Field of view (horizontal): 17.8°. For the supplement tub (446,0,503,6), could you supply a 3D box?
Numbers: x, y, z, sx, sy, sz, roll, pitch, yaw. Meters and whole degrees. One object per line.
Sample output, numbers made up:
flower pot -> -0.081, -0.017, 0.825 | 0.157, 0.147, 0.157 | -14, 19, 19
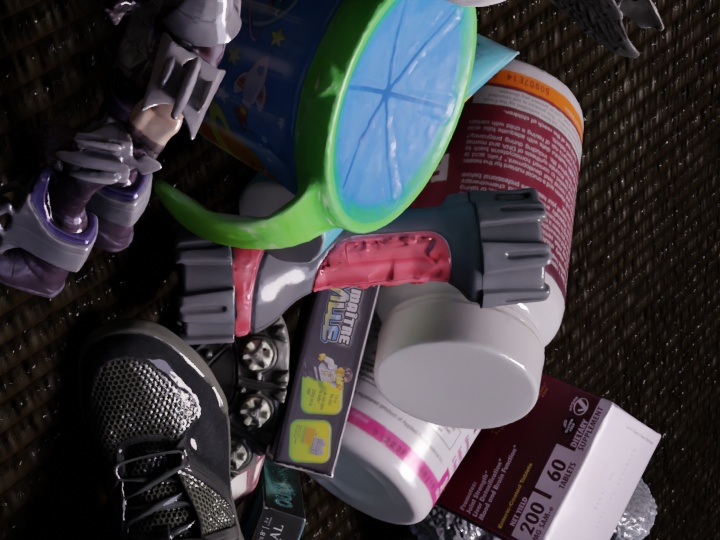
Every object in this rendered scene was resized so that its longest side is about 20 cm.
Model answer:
supplement tub -> 0.011, -0.220, 0.979 | 0.199, 0.145, 0.146 | 32, 83, -28

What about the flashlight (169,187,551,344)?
flashlight -> 0.000, 0.000, 1.215 | 0.068, 0.198, 0.068 | -106, -165, -67

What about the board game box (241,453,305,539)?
board game box -> -0.081, 0.209, 1.375 | 0.135, 0.028, 0.201 | -107, -143, -75

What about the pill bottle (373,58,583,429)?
pill bottle -> 0.068, -0.016, 1.360 | 0.115, 0.113, 0.201 | 79, 17, -55

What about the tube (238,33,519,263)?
tube -> 0.007, -0.082, 1.218 | 0.200, 0.077, 0.051 | -50, 167, -40

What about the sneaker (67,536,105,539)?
sneaker -> -0.148, 0.205, 1.254 | 0.116, 0.075, 0.200 | -66, 157, -5

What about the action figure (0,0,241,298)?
action figure -> -0.104, -0.068, 0.995 | 0.200, 0.069, 0.130 | -52, -173, 44

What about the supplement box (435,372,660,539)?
supplement box -> 0.090, 0.114, 1.513 | 0.061, 0.199, 0.109 | 32, 83, -40

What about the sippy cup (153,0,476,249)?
sippy cup -> -0.032, -0.103, 1.114 | 0.178, 0.130, 0.141 | -34, 140, -49

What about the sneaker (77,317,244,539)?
sneaker -> -0.100, 0.127, 1.193 | 0.114, 0.076, 0.201 | -97, 178, -61

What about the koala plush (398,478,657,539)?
koala plush -> 0.080, 0.210, 1.680 | 0.200, 0.183, 0.178 | -49, -175, 47

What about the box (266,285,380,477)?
box -> -0.011, 0.012, 1.301 | 0.110, 0.034, 0.202 | 167, -63, -85

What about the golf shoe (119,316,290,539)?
golf shoe -> -0.086, 0.094, 1.301 | 0.088, 0.077, 0.201 | -58, 168, -65

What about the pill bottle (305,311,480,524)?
pill bottle -> 0.043, 0.049, 1.457 | 0.201, 0.113, 0.114 | -56, 156, -21

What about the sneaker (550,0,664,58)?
sneaker -> 0.132, -0.220, 1.393 | 0.060, 0.104, 0.201 | -51, 154, -29
